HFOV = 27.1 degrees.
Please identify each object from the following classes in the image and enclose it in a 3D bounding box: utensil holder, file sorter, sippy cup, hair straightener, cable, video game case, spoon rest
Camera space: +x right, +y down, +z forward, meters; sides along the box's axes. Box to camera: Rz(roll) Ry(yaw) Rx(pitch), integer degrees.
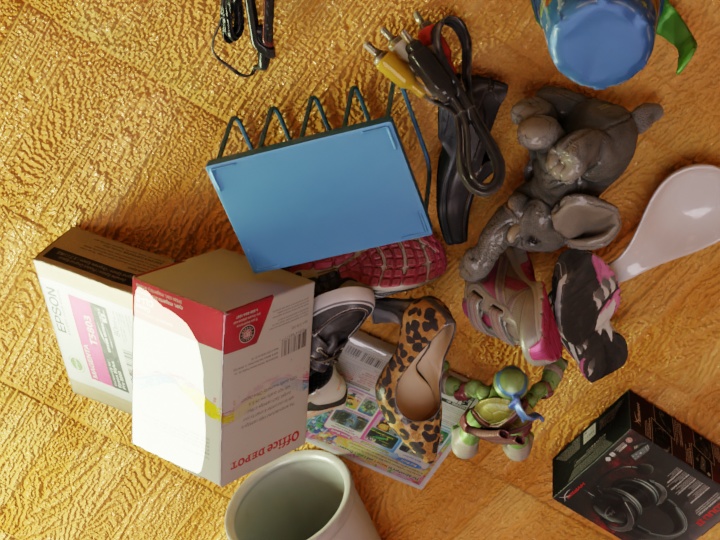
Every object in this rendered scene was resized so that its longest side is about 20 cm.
[{"bbox_3d":[-0.054,0.356,1.877,0.169,0.171,0.201,-14,125,17],"label":"utensil holder"},{"bbox_3d":[-0.036,-0.105,1.557,0.198,0.123,0.139,-12,124,16],"label":"file sorter"},{"bbox_3d":[0.227,-0.243,1.415,0.176,0.131,0.140,-6,126,11],"label":"sippy cup"},{"bbox_3d":[-0.121,-0.280,1.497,0.076,0.041,0.201,6,131,3],"label":"hair straightener"},{"bbox_3d":[0.093,-0.171,1.491,0.097,0.050,0.201,-34,93,-16],"label":"cable"},{"bbox_3d":[0.028,0.169,1.817,0.199,0.024,0.183,24,126,-11],"label":"video game case"},{"bbox_3d":[0.319,-0.041,1.598,0.200,0.061,0.099,-36,115,29],"label":"spoon rest"}]

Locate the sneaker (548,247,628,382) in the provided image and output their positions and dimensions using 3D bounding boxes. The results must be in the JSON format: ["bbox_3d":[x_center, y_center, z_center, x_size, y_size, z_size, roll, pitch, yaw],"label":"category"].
[{"bbox_3d":[0.231,0.041,1.634,0.080,0.086,0.201,-32,140,-13],"label":"sneaker"}]

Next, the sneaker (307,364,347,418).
[{"bbox_3d":[-0.106,0.158,1.768,0.199,0.074,0.080,-13,145,23],"label":"sneaker"}]

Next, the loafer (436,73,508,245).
[{"bbox_3d":[0.116,-0.112,1.566,0.072,0.073,0.201,1,128,2],"label":"loafer"}]

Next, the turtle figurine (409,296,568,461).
[{"bbox_3d":[0.158,0.125,1.718,0.143,0.200,0.195,-25,150,-20],"label":"turtle figurine"}]

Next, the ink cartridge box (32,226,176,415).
[{"bbox_3d":[-0.272,0.067,1.704,0.164,0.075,0.201,15,132,32],"label":"ink cartridge box"}]

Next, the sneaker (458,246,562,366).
[{"bbox_3d":[0.156,0.044,1.586,0.088,0.200,0.082,-19,116,2],"label":"sneaker"}]

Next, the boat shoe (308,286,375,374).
[{"bbox_3d":[-0.051,0.084,1.659,0.070,0.067,0.199,15,144,-40],"label":"boat shoe"}]

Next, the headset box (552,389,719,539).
[{"bbox_3d":[0.354,0.257,1.806,0.199,0.077,0.149,33,124,-15],"label":"headset box"}]

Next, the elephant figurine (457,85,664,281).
[{"bbox_3d":[0.204,-0.079,1.547,0.154,0.142,0.201,20,128,20],"label":"elephant figurine"}]

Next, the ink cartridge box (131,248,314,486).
[{"bbox_3d":[-0.150,0.102,1.614,0.144,0.145,0.202,18,114,35],"label":"ink cartridge box"}]

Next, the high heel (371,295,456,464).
[{"bbox_3d":[0.075,0.125,1.629,0.071,0.142,0.202,-20,101,-27],"label":"high heel"}]

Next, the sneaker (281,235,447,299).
[{"bbox_3d":[0.000,0.000,1.670,0.198,0.081,0.075,-8,155,12],"label":"sneaker"}]
